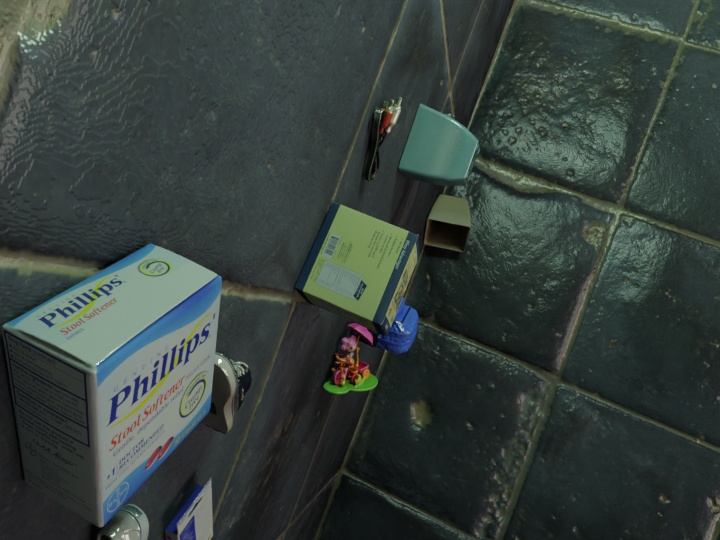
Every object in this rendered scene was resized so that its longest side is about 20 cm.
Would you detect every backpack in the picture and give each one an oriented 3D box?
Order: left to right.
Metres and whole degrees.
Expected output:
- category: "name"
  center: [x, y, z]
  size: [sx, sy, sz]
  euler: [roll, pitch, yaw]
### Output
- category: "backpack"
  center: [0.087, 0.165, 1.776]
  size: [0.163, 0.196, 0.171]
  euler: [-53, 160, -47]

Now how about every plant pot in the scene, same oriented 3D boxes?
- category: "plant pot"
  center: [0.248, -0.353, 1.658]
  size: [0.195, 0.196, 0.201]
  euler: [-6, 116, -75]
- category: "plant pot"
  center: [0.410, -0.232, 2.557]
  size: [0.202, 0.194, 0.181]
  euler: [89, 15, -59]

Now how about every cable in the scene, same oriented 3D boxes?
- category: "cable"
  center: [0.046, -0.290, 1.245]
  size: [0.097, 0.049, 0.205]
  euler: [-42, 148, -62]

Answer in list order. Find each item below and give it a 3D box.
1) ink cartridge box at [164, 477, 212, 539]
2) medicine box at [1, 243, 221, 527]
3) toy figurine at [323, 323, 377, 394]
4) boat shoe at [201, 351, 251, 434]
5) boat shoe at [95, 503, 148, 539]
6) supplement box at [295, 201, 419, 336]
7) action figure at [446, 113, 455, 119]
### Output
- category: "ink cartridge box"
  center: [-0.302, 0.456, 0.981]
  size: [0.095, 0.036, 0.204]
  euler: [-53, 161, -50]
- category: "medicine box"
  center: [-0.239, 0.108, 0.564]
  size: [0.182, 0.101, 0.204]
  euler: [-49, 157, -57]
- category: "toy figurine"
  center: [-0.029, 0.257, 1.688]
  size: [0.197, 0.148, 0.190]
  euler: [-10, 109, -47]
- category: "boat shoe"
  center: [-0.211, 0.164, 0.858]
  size: [0.202, 0.073, 0.094]
  euler: [108, 5, -48]
- category: "boat shoe"
  center: [-0.331, 0.418, 0.720]
  size: [0.086, 0.073, 0.207]
  euler: [-27, 134, -71]
- category: "supplement box"
  center: [0.000, 0.000, 1.168]
  size: [0.135, 0.195, 0.204]
  euler: [64, 49, -73]
- category: "action figure"
  center: [0.272, -0.436, 1.849]
  size: [0.202, 0.100, 0.120]
  euler: [-62, 177, -35]
